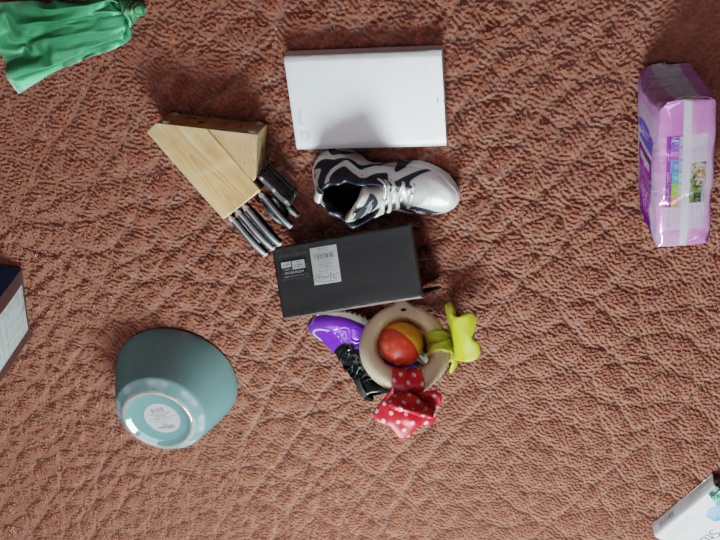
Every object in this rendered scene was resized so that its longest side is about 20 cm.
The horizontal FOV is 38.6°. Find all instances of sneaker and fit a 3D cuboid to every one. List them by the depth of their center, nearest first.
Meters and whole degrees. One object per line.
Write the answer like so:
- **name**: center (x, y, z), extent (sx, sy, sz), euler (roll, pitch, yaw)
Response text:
- **sneaker**: center (0.029, -0.094, 1.341), extent (0.199, 0.130, 0.080), euler (19, 125, -3)
- **sneaker**: center (0.008, 0.134, 1.502), extent (0.200, 0.100, 0.070), euler (26, 148, -8)

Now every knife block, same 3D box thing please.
- **knife block**: center (-0.181, -0.113, 1.384), extent (0.200, 0.064, 0.176), euler (7, 111, 5)

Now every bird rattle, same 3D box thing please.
- **bird rattle**: center (0.072, 0.128, 1.461), extent (0.163, 0.200, 0.113), euler (38, 165, 15)

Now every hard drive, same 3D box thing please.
- **hard drive**: center (0.009, -0.221, 1.324), extent (0.200, 0.026, 0.132), euler (0, 123, 9)

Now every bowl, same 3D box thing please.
- **bowl**: center (-0.302, 0.200, 1.606), extent (0.201, 0.105, 0.201), euler (5, 123, 8)

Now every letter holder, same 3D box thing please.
- **letter holder**: center (0.000, 0.000, 1.438), extent (0.200, 0.142, 0.101), euler (-10, 89, 17)

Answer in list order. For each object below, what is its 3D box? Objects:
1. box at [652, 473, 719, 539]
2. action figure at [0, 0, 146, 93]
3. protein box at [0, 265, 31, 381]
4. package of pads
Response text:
- **box**: center (0.591, 0.418, 1.637), extent (0.200, 0.036, 0.144), euler (29, 123, -11)
- **action figure**: center (-0.366, -0.309, 1.314), extent (0.200, 0.055, 0.118), euler (-12, 119, 9)
- **protein box**: center (-0.629, 0.091, 1.532), extent (0.198, 0.200, 0.135), euler (8, 124, 4)
- **package of pads**: center (0.383, -0.141, 1.254), extent (0.076, 0.121, 0.200), euler (-5, 122, 7)
